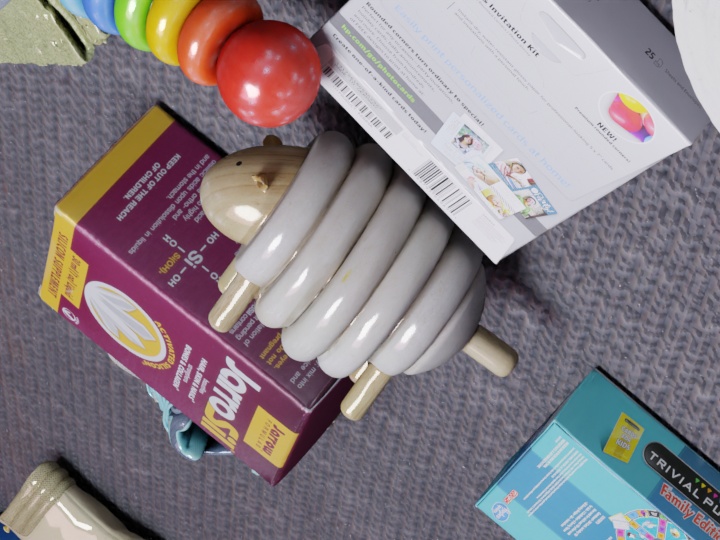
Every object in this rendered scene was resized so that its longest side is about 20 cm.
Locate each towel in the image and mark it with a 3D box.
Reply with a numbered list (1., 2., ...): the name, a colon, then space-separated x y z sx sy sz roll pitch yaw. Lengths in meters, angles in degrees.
1. towel: -0.241 -0.188 1.402 0.199 0.037 0.149 4 135 49

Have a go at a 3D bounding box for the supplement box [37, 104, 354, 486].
1. supplement box: -0.090 0.017 1.427 0.200 0.103 0.131 38 152 7

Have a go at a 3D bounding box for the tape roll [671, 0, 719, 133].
1. tape roll: 0.225 -0.090 0.905 0.202 0.071 0.203 31 150 20

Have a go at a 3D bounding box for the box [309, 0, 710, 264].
1. box: 0.067 -0.096 1.131 0.156 0.041 0.200 45 153 -5

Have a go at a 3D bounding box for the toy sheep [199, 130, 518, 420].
1. toy sheep: 0.000 0.000 1.261 0.199 0.139 0.138 32 154 -11

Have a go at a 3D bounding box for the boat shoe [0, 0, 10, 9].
1. boat shoe: -0.182 -0.215 1.159 0.086 0.074 0.202 43 111 17

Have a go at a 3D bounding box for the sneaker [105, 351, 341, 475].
1. sneaker: -0.112 0.078 1.559 0.199 0.086 0.078 18 143 38

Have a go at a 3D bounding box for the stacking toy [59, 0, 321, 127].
1. stacking toy: -0.100 -0.142 1.201 0.200 0.085 0.086 38 154 27

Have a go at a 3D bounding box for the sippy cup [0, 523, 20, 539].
1. sippy cup: -0.336 0.303 2.134 0.140 0.177 0.131 -129 21 -56

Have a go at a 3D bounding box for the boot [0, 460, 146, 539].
1. boot: -0.240 0.251 1.984 0.155 0.073 0.200 38 151 6

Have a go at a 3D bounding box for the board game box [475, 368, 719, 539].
1. board game box: 0.177 0.162 1.350 0.200 0.047 0.151 40 152 4
